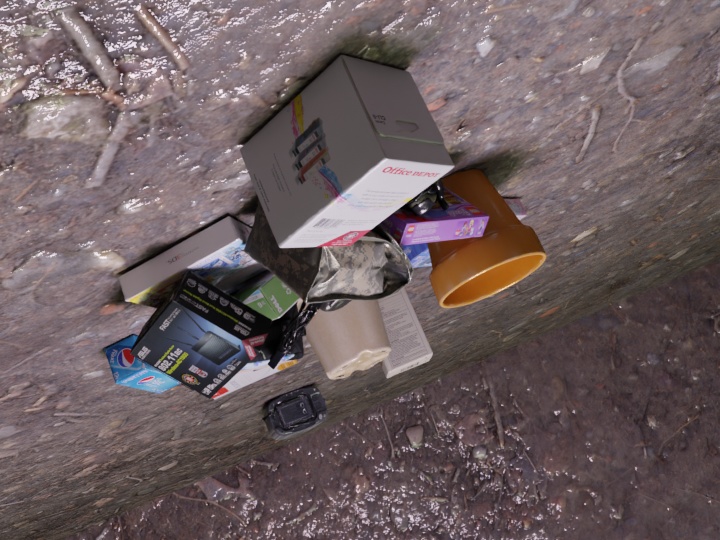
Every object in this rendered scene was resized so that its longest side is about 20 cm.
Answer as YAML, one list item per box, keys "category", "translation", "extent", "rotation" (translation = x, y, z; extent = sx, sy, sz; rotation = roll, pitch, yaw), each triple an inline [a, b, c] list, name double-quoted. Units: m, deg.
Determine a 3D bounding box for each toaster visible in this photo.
- category: "toaster"
  translation: [-0.195, 0.412, 2.739]
  extent: [0.198, 0.115, 0.129]
  rotation: [-20, 166, -20]

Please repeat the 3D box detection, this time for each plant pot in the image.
- category: "plant pot"
  translation: [0.191, -0.063, 1.654]
  extent: [0.198, 0.185, 0.200]
  rotation: [-21, 164, -6]
- category: "plant pot"
  translation: [-0.034, 0.097, 1.841]
  extent: [0.198, 0.186, 0.201]
  rotation: [-22, 164, -6]

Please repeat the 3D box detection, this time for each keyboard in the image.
- category: "keyboard"
  translation: [-0.094, 0.067, 1.573]
  extent: [0.201, 0.039, 0.104]
  rotation: [-54, -178, 5]

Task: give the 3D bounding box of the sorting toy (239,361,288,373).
- category: "sorting toy"
  translation: [-0.246, 0.139, 1.769]
  extent: [0.183, 0.037, 0.198]
  rotation: [-8, -164, -43]

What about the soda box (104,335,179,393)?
- category: "soda box"
  translation: [-0.392, 0.175, 1.782]
  extent: [0.063, 0.069, 0.200]
  rotation: [-26, 164, 5]

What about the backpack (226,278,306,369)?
- category: "backpack"
  translation: [-0.203, 0.097, 1.634]
  extent: [0.152, 0.166, 0.199]
  rotation: [-8, -173, 27]

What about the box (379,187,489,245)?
- category: "box"
  translation: [0.087, -0.094, 1.499]
  extent: [0.198, 0.136, 0.040]
  rotation: [-7, 125, -44]

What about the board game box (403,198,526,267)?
- category: "board game box"
  translation: [0.194, -0.073, 1.885]
  extent: [0.198, 0.044, 0.199]
  rotation: [-7, 156, -50]

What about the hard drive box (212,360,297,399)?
- category: "hard drive box"
  translation: [-0.241, 0.183, 2.011]
  extent: [0.198, 0.078, 0.156]
  rotation: [-23, 163, -2]

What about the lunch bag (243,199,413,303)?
- category: "lunch bag"
  translation: [-0.036, -0.036, 1.390]
  extent: [0.198, 0.164, 0.119]
  rotation: [0, 117, -43]

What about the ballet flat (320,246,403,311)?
- category: "ballet flat"
  translation: [0.000, 0.000, 1.749]
  extent: [0.199, 0.068, 0.068]
  rotation: [-38, -177, -23]

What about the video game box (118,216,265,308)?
- category: "video game box"
  translation: [-0.241, -0.002, 1.480]
  extent: [0.198, 0.047, 0.182]
  rotation: [-28, 166, 10]

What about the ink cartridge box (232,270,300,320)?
- category: "ink cartridge box"
  translation: [-0.145, 0.037, 1.540]
  extent: [0.103, 0.060, 0.200]
  rotation: [-20, -162, 47]

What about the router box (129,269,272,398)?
- category: "router box"
  translation: [-0.244, 0.102, 1.461]
  extent: [0.149, 0.063, 0.200]
  rotation: [32, 139, -14]

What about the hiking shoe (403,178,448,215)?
- category: "hiking shoe"
  translation: [0.070, -0.133, 1.401]
  extent: [0.076, 0.101, 0.199]
  rotation: [-41, 160, 28]

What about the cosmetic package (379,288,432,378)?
- category: "cosmetic package"
  translation: [0.061, 0.104, 1.967]
  extent: [0.104, 0.202, 0.071]
  rotation: [-20, 165, -8]

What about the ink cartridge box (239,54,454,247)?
- category: "ink cartridge box"
  translation: [-0.017, -0.139, 1.184]
  extent: [0.199, 0.146, 0.144]
  rotation: [-35, 160, 34]
